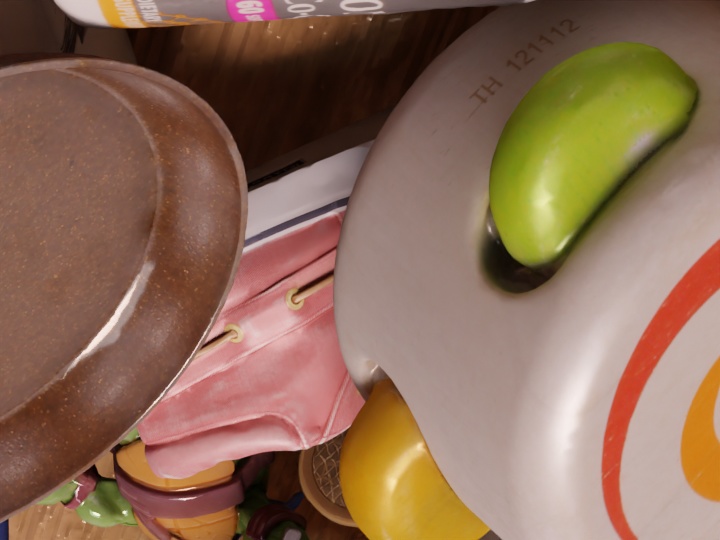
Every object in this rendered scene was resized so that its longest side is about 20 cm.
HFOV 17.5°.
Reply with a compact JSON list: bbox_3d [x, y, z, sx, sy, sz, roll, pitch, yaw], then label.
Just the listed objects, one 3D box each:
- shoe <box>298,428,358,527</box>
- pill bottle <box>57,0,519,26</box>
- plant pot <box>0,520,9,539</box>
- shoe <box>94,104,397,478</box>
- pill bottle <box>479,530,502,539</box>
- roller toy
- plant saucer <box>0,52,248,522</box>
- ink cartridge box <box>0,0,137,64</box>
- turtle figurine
[{"bbox_3d":[0.064,0.032,0.891,0.200,0.070,0.053,-37,160,0],"label":"shoe"},{"bbox_3d":[0.007,-0.134,0.681,0.199,0.117,0.117,-3,140,5],"label":"pill bottle"},{"bbox_3d":[-0.239,0.093,0.851,0.199,0.201,0.179,5,-170,34],"label":"plant pot"},{"bbox_3d":[0.000,0.000,0.833,0.199,0.071,0.091,-23,101,-5],"label":"shoe"},{"bbox_3d":[0.116,0.094,0.964,0.199,0.117,0.117,-3,140,3],"label":"pill bottle"},{"bbox_3d":[0.089,0.004,0.758,0.182,0.140,0.201,-9,123,-34],"label":"roller toy"},{"bbox_3d":[-0.127,0.008,0.725,0.199,0.035,0.201,-26,143,-21],"label":"plant saucer"},{"bbox_3d":[-0.164,-0.096,0.763,0.144,0.084,0.201,-5,141,7],"label":"ink cartridge box"},{"bbox_3d":[-0.087,0.087,0.915,0.199,0.144,0.195,-27,131,-34],"label":"turtle figurine"}]
